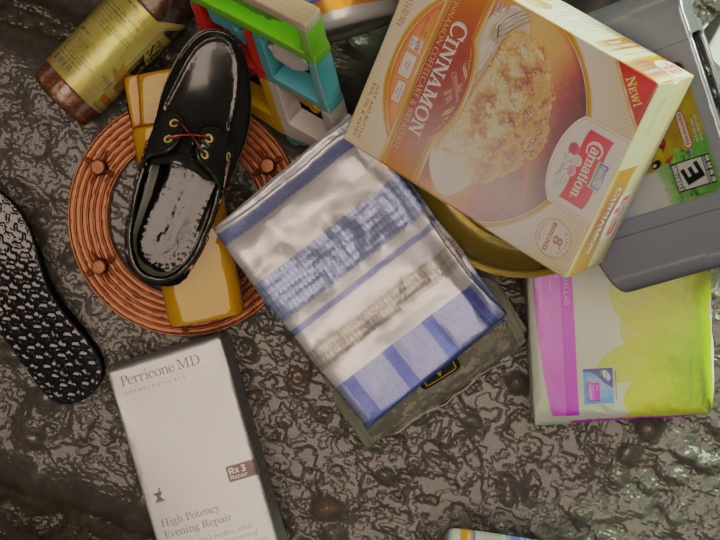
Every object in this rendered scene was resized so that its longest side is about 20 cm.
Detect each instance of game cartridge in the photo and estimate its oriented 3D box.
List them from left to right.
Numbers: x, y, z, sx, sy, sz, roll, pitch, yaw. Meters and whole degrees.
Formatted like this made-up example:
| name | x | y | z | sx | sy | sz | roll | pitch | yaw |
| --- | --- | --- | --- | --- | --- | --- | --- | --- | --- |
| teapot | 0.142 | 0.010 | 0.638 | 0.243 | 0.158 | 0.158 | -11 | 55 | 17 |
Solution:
| name | x | y | z | sx | sy | sz | roll | pitch | yaw |
| --- | --- | --- | --- | --- | --- | --- | --- | --- | --- |
| game cartridge | 0.200 | -0.090 | 1.245 | 0.133 | 0.040 | 0.202 | -18 | 92 | 35 |

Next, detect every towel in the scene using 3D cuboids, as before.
| name | x | y | z | sx | sy | sz | roll | pitch | yaw |
| --- | --- | --- | --- | --- | --- | --- | --- | --- | --- |
| towel | 0.000 | 0.000 | 1.330 | 0.147 | 0.024 | 0.201 | -37 | 93 | 3 |

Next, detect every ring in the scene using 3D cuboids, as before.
| name | x | y | z | sx | sy | sz | roll | pitch | yaw |
| --- | --- | --- | --- | --- | --- | --- | --- | --- | --- |
| ring | -0.147 | -0.045 | 1.456 | 0.198 | 0.019 | 0.202 | 0 | 93 | 2 |

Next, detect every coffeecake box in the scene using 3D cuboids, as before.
| name | x | y | z | sx | sy | sz | roll | pitch | yaw |
| --- | --- | --- | --- | --- | --- | --- | --- | --- | --- |
| coffeecake box | 0.108 | -0.114 | 1.229 | 0.199 | 0.073 | 0.154 | 33 | 115 | 21 |

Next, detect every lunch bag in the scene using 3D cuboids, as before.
| name | x | y | z | sx | sy | sz | roll | pitch | yaw |
| --- | --- | --- | --- | --- | --- | --- | --- | --- | --- |
| lunch bag | 0.022 | 0.024 | 1.405 | 0.163 | 0.118 | 0.201 | -34 | 96 | -4 |

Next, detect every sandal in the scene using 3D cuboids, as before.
| name | x | y | z | sx | sy | sz | roll | pitch | yaw |
| --- | --- | --- | --- | --- | --- | --- | --- | --- | --- |
| sandal | -0.283 | 0.020 | 1.454 | 0.075 | 0.048 | 0.201 | -27 | 104 | 1 |

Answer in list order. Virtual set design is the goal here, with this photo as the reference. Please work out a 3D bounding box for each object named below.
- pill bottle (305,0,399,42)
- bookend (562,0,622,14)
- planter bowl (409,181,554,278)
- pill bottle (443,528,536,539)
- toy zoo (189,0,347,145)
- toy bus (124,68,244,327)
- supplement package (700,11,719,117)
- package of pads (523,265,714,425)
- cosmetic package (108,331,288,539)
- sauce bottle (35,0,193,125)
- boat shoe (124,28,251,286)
| name | x | y | z | sx | sy | sz | roll | pitch | yaw |
| --- | --- | --- | --- | --- | --- | --- | --- | --- | --- |
| pill bottle | -0.040 | -0.287 | 1.391 | 0.111 | 0.112 | 0.202 | -15 | 91 | 2 |
| bookend | 0.133 | -0.242 | 1.370 | 0.197 | 0.200 | 0.093 | 14 | 93 | 13 |
| planter bowl | 0.132 | -0.099 | 1.333 | 0.199 | 0.083 | 0.202 | 1 | 83 | -11 |
| pill bottle | 0.159 | 0.278 | 1.413 | 0.198 | 0.112 | 0.113 | 9 | 92 | 1 |
| toy zoo | -0.069 | -0.160 | 1.373 | 0.131 | 0.200 | 0.020 | 30 | 68 | 25 |
| toy bus | -0.142 | -0.061 | 1.402 | 0.065 | 0.078 | 0.202 | -11 | 96 | -4 |
| supplement package | 0.298 | -0.104 | 1.338 | 0.156 | 0.200 | 0.111 | 42 | 119 | -1 |
| package of pads | 0.211 | 0.021 | 1.423 | 0.153 | 0.068 | 0.202 | -4 | 92 | 2 |
| cosmetic package | -0.131 | 0.161 | 1.437 | 0.101 | 0.074 | 0.202 | -17 | 93 | 2 |
| sauce bottle | -0.177 | -0.208 | 1.428 | 0.200 | 0.066 | 0.066 | -44 | 90 | 5 |
| boat shoe | -0.129 | -0.085 | 1.331 | 0.073 | 0.063 | 0.203 | 17 | 92 | -6 |
